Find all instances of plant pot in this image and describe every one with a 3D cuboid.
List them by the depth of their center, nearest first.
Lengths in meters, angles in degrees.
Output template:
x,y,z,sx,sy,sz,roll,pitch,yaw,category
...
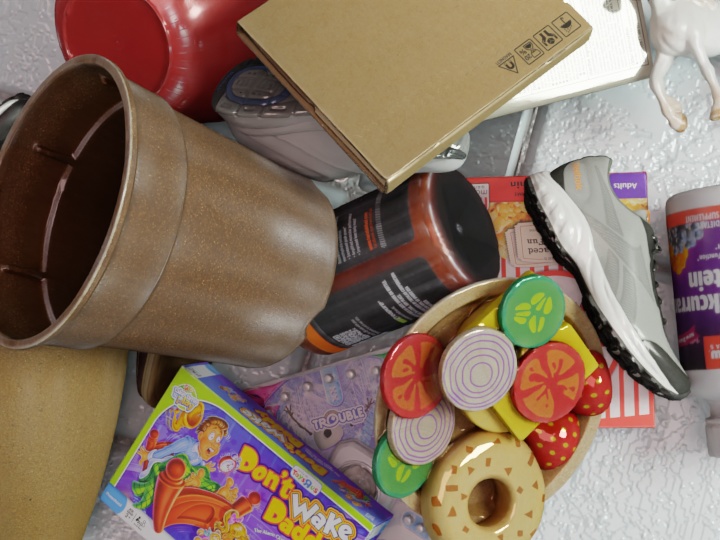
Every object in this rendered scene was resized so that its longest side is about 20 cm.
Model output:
x,y,z,sx,sy,sz,roll,pitch,yaw,category
-0.136,-0.024,0.903,0.200,0.198,0.201,-20,62,43,plant pot
-0.267,0.122,1.005,0.185,0.186,0.201,1,104,7,plant pot

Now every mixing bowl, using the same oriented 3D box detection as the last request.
x,y,z,sx,sy,sz,roll,pitch,yaw,category
-0.160,-0.192,0.989,0.199,0.108,0.201,11,120,20,mixing bowl

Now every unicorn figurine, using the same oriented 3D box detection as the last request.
x,y,z,sx,sy,sz,roll,pitch,yaw,category
0.262,-0.179,0.971,0.074,0.200,0.138,-16,84,40,unicorn figurine

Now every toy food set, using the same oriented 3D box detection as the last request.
x,y,z,sx,sy,sz,roll,pitch,yaw,category
0.096,0.101,0.925,0.200,0.049,0.198,-43,116,-8,toy food set

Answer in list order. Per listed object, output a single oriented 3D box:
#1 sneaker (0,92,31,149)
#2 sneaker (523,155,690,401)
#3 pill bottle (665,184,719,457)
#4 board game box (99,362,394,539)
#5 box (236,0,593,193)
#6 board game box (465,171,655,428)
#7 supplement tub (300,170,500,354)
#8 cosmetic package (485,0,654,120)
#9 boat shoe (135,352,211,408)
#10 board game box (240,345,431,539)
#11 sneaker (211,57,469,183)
x,y,z,sx,sy,sz,roll,pitch,yaw,category
-0.318,-0.054,1.074,0.087,0.076,0.200,39,95,-7,sneaker
0.198,0.004,0.952,0.079,0.074,0.201,-27,83,-1,sneaker
0.295,0.038,0.964,0.111,0.111,0.201,-5,85,6,pill bottle
-0.092,0.186,1.005,0.200,0.045,0.135,36,102,17,board game box
0.039,-0.170,0.904,0.200,0.021,0.164,-37,74,-18,box
0.154,0.025,1.015,0.151,0.046,0.201,-2,86,7,board game box
0.000,0.000,0.986,0.199,0.107,0.107,-23,83,28,supplement tub
0.115,-0.175,0.985,0.199,0.071,0.106,-14,100,-11,cosmetic package
-0.152,0.011,1.050,0.072,0.072,0.201,17,96,37,boat shoe
-0.004,0.172,1.011,0.199,0.026,0.201,-17,84,19,board game box
-0.010,-0.103,0.945,0.199,0.087,0.075,14,58,24,sneaker
